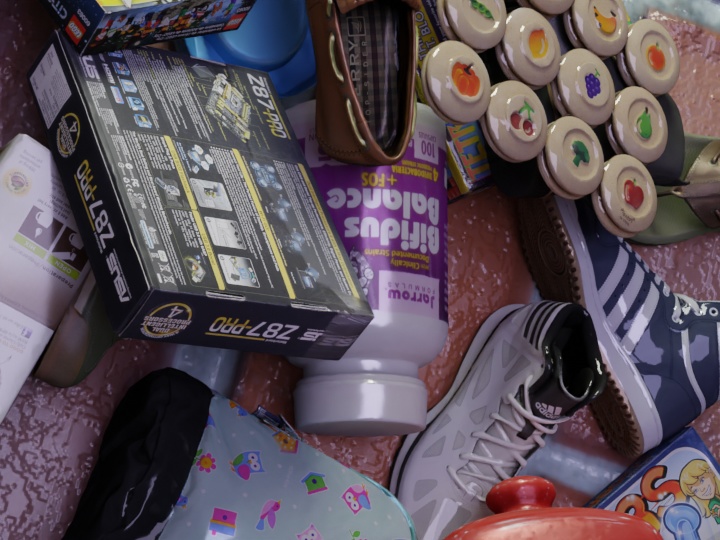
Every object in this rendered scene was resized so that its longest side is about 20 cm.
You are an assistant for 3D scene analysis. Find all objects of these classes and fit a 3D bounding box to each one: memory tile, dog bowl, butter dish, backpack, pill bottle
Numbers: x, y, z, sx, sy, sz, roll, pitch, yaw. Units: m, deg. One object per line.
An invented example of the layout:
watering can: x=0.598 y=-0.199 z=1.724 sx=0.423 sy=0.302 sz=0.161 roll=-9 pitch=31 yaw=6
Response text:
memory tile: x=0.122 y=-0.124 z=1.507 sx=0.199 sy=0.017 sz=0.154 roll=30 pitch=60 yaw=-32
dog bowl: x=-0.071 y=-0.203 z=1.574 sx=0.111 sy=0.050 sz=0.202 roll=3 pitch=80 yaw=-21
butter dish: x=0.106 y=0.196 z=1.477 sx=0.198 sy=0.200 sz=0.149 roll=0 pitch=63 yaw=-12
backpack: x=-0.068 y=0.166 z=1.466 sx=0.199 sy=0.126 sz=0.168 roll=30 pitch=68 yaw=-17
pill bottle: x=0.000 y=0.000 z=1.530 sx=0.112 sy=0.112 sz=0.201 roll=3 pitch=79 yaw=-21

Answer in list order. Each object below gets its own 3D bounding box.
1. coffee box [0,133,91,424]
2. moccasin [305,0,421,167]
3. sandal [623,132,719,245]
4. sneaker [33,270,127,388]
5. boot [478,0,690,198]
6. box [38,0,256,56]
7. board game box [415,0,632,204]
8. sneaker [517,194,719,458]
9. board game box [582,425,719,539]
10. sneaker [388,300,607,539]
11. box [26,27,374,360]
coffee box: x=-0.230 y=0.032 z=1.433 sx=0.079 sy=0.114 sz=0.201 roll=33 pitch=70 yaw=-14
moccasin: x=0.003 y=-0.162 z=1.437 sx=0.073 sy=0.078 sz=0.203 roll=0 pitch=94 yaw=-30
sandal: x=0.249 y=-0.060 z=1.667 sx=0.200 sy=0.057 sz=0.080 roll=0 pitch=81 yaw=-22
sneaker: x=-0.121 y=-0.005 z=1.507 sx=0.089 sy=0.067 sz=0.201 roll=27 pitch=68 yaw=-9
boot: x=0.143 y=-0.145 z=1.585 sx=0.138 sy=0.077 sz=0.202 roll=0 pitch=84 yaw=-32
box: x=-0.167 y=-0.221 z=1.479 sx=0.136 sy=0.038 sz=0.200 roll=-15 pitch=61 yaw=-48
board game box: x=0.090 y=-0.166 z=1.626 sx=0.165 sy=0.057 sz=0.201 roll=-23 pitch=89 yaw=-21
sneaker: x=0.183 y=0.011 z=1.620 sx=0.108 sy=0.070 sz=0.201 roll=-24 pitch=96 yaw=-18
board game box: x=0.179 y=0.215 z=1.601 sx=0.200 sy=0.034 sz=0.136 roll=-38 pitch=95 yaw=-22
sneaker: x=0.086 y=0.101 z=1.543 sx=0.075 sy=0.115 sz=0.201 roll=31 pitch=71 yaw=-13
box: x=-0.095 y=-0.045 z=1.425 sx=0.160 sy=0.049 sz=0.201 roll=6 pitch=47 yaw=-38
